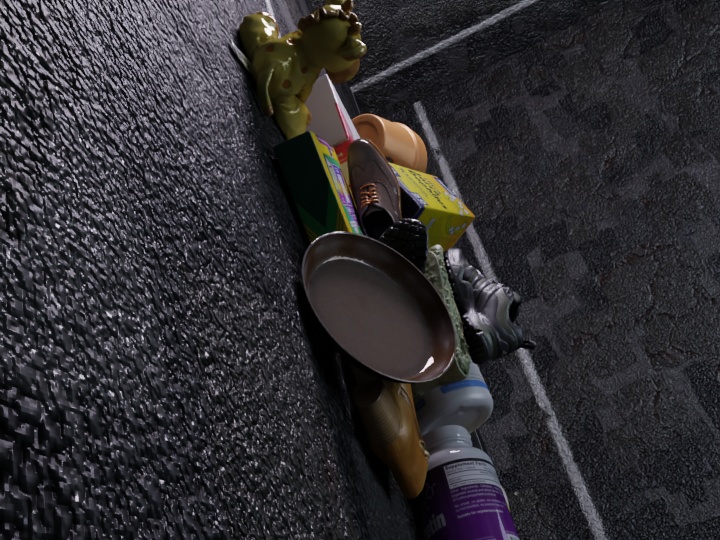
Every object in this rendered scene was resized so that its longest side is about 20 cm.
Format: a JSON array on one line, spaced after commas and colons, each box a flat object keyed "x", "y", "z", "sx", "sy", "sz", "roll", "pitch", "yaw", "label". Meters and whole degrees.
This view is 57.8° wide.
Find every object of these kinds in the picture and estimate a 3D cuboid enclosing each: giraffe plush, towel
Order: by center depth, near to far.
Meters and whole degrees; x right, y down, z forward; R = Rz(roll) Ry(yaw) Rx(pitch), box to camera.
[{"x": -0.069, "y": -0.296, "z": 0.885, "sx": 0.200, "sy": 0.158, "sz": 0.177, "roll": -3, "pitch": 71, "yaw": -82, "label": "giraffe plush"}, {"x": 0.073, "y": 0.075, "z": 0.911, "sx": 0.036, "sy": 0.146, "sz": 0.205, "roll": 25, "pitch": 46, "yaw": -46, "label": "towel"}]

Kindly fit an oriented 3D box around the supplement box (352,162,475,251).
[{"x": 0.081, "y": -0.088, "z": 1.053, "sx": 0.109, "sy": 0.110, "sz": 0.198, "roll": 49, "pitch": 24, "yaw": 24, "label": "supplement box"}]

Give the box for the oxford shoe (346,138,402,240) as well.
[{"x": 0.023, "y": -0.099, "z": 0.918, "sx": 0.073, "sy": 0.070, "sz": 0.205, "roll": 29, "pitch": 40, "yaw": -74, "label": "oxford shoe"}]

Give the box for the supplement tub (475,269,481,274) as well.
[{"x": 0.153, "y": 0.101, "z": 1.200, "sx": 0.145, "sy": 0.195, "sz": 0.149, "roll": -22, "pitch": 90, "yaw": -82, "label": "supplement tub"}]

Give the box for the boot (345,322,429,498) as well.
[{"x": 0.033, "y": 0.146, "z": 0.756, "sx": 0.203, "sy": 0.069, "sz": 0.147, "roll": -86, "pitch": 156, "yaw": -58, "label": "boot"}]

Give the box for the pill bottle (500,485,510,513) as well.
[{"x": 0.168, "y": 0.357, "z": 0.954, "sx": 0.200, "sy": 0.102, "sz": 0.107, "roll": 33, "pitch": 35, "yaw": -77, "label": "pill bottle"}]

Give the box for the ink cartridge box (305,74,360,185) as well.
[{"x": -0.041, "y": -0.207, "z": 1.127, "sx": 0.200, "sy": 0.082, "sz": 0.148, "roll": 53, "pitch": 17, "yaw": -60, "label": "ink cartridge box"}]

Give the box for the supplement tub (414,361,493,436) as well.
[{"x": 0.103, "y": 0.140, "z": 0.971, "sx": 0.133, "sy": 0.129, "sz": 0.204, "roll": 56, "pitch": 11, "yaw": -54, "label": "supplement tub"}]

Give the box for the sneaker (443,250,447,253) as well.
[{"x": 0.112, "y": 0.058, "z": 1.092, "sx": 0.084, "sy": 0.200, "sz": 0.073, "roll": 38, "pitch": 42, "yaw": -8, "label": "sneaker"}]

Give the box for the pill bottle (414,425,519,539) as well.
[{"x": 0.126, "y": 0.299, "z": 0.793, "sx": 0.113, "sy": 0.110, "sz": 0.203, "roll": 59, "pitch": 11, "yaw": -46, "label": "pill bottle"}]

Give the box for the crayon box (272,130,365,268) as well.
[{"x": -0.042, "y": -0.082, "z": 0.874, "sx": 0.200, "sy": 0.057, "sz": 0.177, "roll": -32, "pitch": 101, "yaw": -83, "label": "crayon box"}]

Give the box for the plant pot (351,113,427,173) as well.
[{"x": 0.032, "y": -0.250, "z": 1.446, "sx": 0.139, "sy": 0.197, "sz": 0.205, "roll": 25, "pitch": 39, "yaw": -52, "label": "plant pot"}]

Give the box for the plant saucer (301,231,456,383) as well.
[{"x": 0.017, "y": 0.043, "z": 0.711, "sx": 0.196, "sy": 0.032, "sz": 0.204, "roll": 24, "pitch": 38, "yaw": -20, "label": "plant saucer"}]

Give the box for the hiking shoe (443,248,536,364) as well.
[{"x": 0.175, "y": 0.046, "z": 0.930, "sx": 0.077, "sy": 0.097, "sz": 0.203, "roll": 98, "pitch": -17, "yaw": -45, "label": "hiking shoe"}]

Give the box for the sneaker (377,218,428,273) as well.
[{"x": 0.045, "y": 0.035, "z": 0.861, "sx": 0.087, "sy": 0.074, "sz": 0.206, "roll": 28, "pitch": 77, "yaw": -73, "label": "sneaker"}]
